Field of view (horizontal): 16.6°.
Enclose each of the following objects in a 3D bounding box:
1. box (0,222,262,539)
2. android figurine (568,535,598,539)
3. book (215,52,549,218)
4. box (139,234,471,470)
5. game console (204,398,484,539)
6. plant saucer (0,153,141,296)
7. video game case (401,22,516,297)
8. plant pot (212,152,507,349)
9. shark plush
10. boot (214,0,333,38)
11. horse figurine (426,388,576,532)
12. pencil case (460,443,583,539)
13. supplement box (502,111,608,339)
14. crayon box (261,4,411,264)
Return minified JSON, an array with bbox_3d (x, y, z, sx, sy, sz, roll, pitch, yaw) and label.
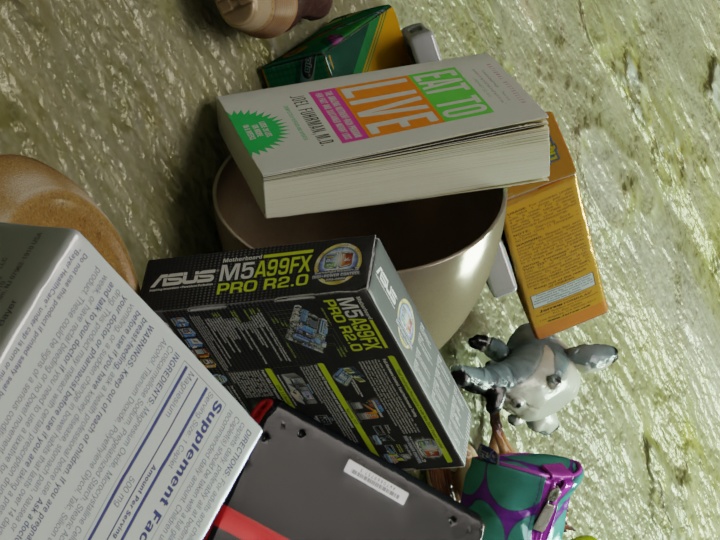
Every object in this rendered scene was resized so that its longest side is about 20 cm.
[{"bbox_3d":[-0.179,0.103,1.383,0.200,0.104,0.185,50,59,-39],"label":"box"},{"bbox_3d":[0.187,0.311,2.024,0.199,0.041,0.184,-2,83,-57],"label":"android figurine"},{"bbox_3d":[0.013,-0.094,1.675,0.134,0.198,0.048,-122,-155,-56],"label":"book"},{"bbox_3d":[-0.033,0.061,1.589,0.200,0.159,0.045,60,31,-46],"label":"box"},{"bbox_3d":[-0.027,0.201,1.608,0.199,0.031,0.178,31,77,-29],"label":"game console"},{"bbox_3d":[-0.187,0.025,1.498,0.200,0.035,0.202,25,60,-54],"label":"plant saucer"},{"bbox_3d":[0.073,-0.088,1.872,0.182,0.022,0.201,-97,169,-82],"label":"video game case"},{"bbox_3d":[0.000,0.000,1.691,0.201,0.199,0.135,-54,151,-50],"label":"plant pot"},{"bbox_3d":[0.112,0.083,1.913,0.083,0.091,0.199,46,33,18],"label":"shark plush"},{"bbox_3d":[-0.082,-0.264,1.746,0.166,0.072,0.202,-30,106,-70],"label":"boot"},{"bbox_3d":[0.092,0.149,1.907,0.200,0.050,0.134,3,72,-60],"label":"horse figurine"},{"bbox_3d":[0.106,0.233,1.818,0.084,0.092,0.202,11,89,-25],"label":"pencil case"},{"bbox_3d":[0.137,-0.031,1.847,0.200,0.068,0.067,66,4,-57],"label":"supplement box"},{"bbox_3d":[0.007,-0.081,1.823,0.119,0.058,0.201,-41,116,-55],"label":"crayon box"}]
